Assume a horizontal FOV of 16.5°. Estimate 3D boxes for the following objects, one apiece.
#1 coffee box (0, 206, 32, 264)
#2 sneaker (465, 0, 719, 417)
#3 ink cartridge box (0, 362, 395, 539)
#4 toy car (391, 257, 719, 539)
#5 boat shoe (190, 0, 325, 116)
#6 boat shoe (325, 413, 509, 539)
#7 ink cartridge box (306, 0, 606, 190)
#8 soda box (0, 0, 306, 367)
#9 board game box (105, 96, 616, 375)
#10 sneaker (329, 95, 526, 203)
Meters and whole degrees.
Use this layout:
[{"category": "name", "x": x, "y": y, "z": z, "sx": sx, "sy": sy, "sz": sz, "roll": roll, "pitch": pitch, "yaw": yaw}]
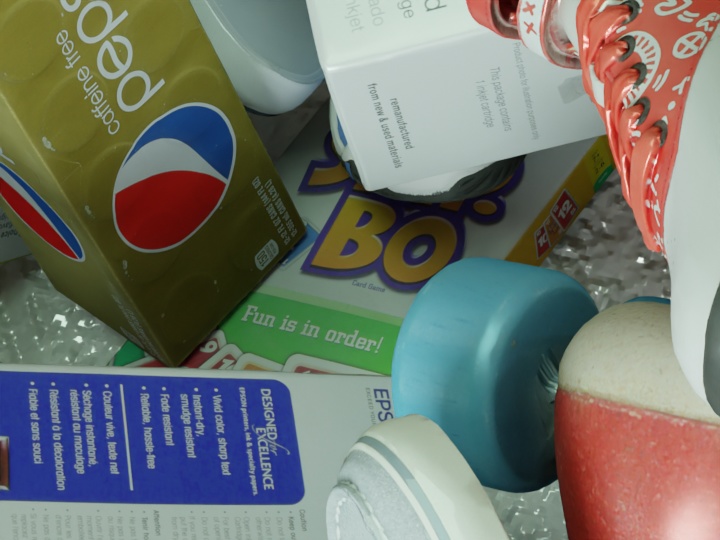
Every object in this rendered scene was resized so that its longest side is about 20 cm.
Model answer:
[{"category": "coffee box", "x": -0.214, "y": -0.113, "z": 0.792, "sx": 0.199, "sy": 0.199, "sz": 0.200, "roll": 33, "pitch": 32, "yaw": 28}, {"category": "sneaker", "x": 0.071, "y": -0.047, "z": 0.600, "sx": 0.107, "sy": 0.067, "sz": 0.202, "roll": 10, "pitch": 48, "yaw": 15}, {"category": "ink cartridge box", "x": -0.077, "y": 0.071, "z": 0.652, "sx": 0.199, "sy": 0.037, "sz": 0.095, "roll": 1, "pitch": 54, "yaw": -16}, {"category": "toy car", "x": 0.107, "y": 0.113, "z": 0.656, "sx": 0.184, "sy": 0.176, "sz": 0.201, "roll": 12, "pitch": 90, "yaw": 37}, {"category": "boat shoe", "x": -0.068, "y": -0.107, "z": 0.862, "sx": 0.065, "sy": 0.073, "sz": 0.200, "roll": -51, "pitch": 38, "yaw": 22}, {"category": "boat shoe", "x": 0.012, "y": 0.139, "z": 0.601, "sx": 0.071, "sy": 0.070, "sz": 0.202, "roll": -13, "pitch": 95, "yaw": -21}, {"category": "ink cartridge box", "x": 0.078, "y": -0.125, "z": 0.735, "sx": 0.199, "sy": 0.083, "sz": 0.146, "roll": -14, "pitch": 64, "yaw": 4}, {"category": "soda box", "x": -0.088, "y": -0.060, "z": 0.743, "sx": 0.064, "sy": 0.200, "sz": 0.068, "roll": 31, "pitch": 70, "yaw": 36}, {"category": "board game box", "x": 0.000, "y": 0.000, "z": 0.815, "sx": 0.095, "sy": 0.030, "sz": 0.200, "roll": 28, "pitch": 66, "yaw": 30}, {"category": "sneaker", "x": 0.030, "y": -0.106, "z": 0.818, "sx": 0.075, "sy": 0.077, "sz": 0.201, "roll": 4, "pitch": 50, "yaw": 10}]
